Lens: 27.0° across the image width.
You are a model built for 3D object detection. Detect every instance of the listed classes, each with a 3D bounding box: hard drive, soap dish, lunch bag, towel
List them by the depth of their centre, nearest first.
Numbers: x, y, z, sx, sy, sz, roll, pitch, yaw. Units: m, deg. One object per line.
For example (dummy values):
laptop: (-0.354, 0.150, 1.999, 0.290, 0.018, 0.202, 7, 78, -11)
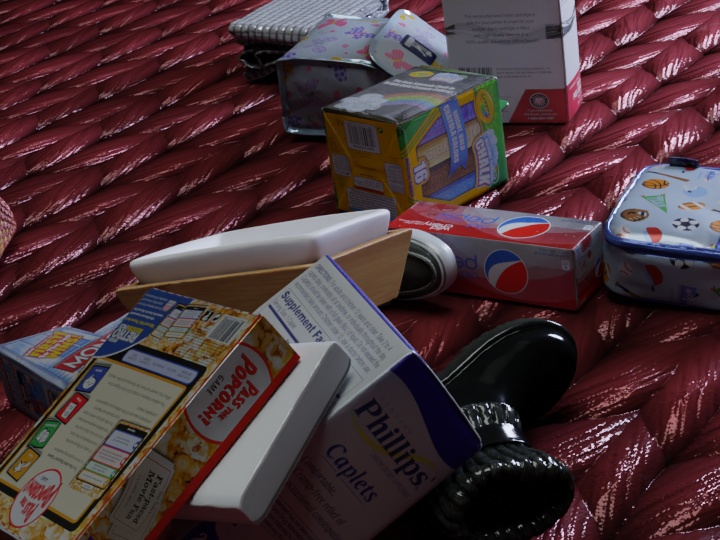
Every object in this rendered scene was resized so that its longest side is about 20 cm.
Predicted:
hard drive: (-0.109, 0.107, 1.005, 0.200, 0.026, 0.132, -5, 44, 45)
soap dish: (-0.075, 0.008, 1.239, 0.200, 0.081, 0.157, -7, 8, 31)
lunch bag: (0.317, -0.038, 1.384, 0.160, 0.076, 0.200, 6, 30, 24)
lunch bag: (0.020, -0.244, 1.857, 0.200, 0.127, 0.170, 9, 32, 20)
towel: (-0.066, -0.329, 2.114, 0.165, 0.086, 0.200, 7, 28, 26)

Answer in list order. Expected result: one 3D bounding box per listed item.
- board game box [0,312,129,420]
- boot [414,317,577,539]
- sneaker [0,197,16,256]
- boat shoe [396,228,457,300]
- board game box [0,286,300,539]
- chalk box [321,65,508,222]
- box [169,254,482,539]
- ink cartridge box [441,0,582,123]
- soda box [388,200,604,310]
board game box: (-0.210, 0.085, 1.306, 0.200, 0.062, 0.200, 11, 32, 34)
boot: (0.113, 0.119, 1.104, 0.211, 0.080, 0.158, -32, 25, -21)
sneaker: (-0.429, -0.014, 1.601, 0.077, 0.073, 0.200, -26, 17, 16)
boat shoe: (0.000, 0.000, 1.417, 0.200, 0.069, 0.057, 4, 24, 40)
board game box: (-0.152, 0.106, 0.980, 0.200, 0.046, 0.151, -51, 31, -19)
chalk box: (0.076, -0.143, 1.627, 0.200, 0.124, 0.124, -27, 30, -36)
box: (-0.045, 0.114, 1.060, 0.200, 0.105, 0.184, -39, 30, -2)
ink cartridge box: (0.182, -0.283, 1.794, 0.146, 0.200, 0.083, 3, 27, 22)
soda box: (0.125, -0.016, 1.408, 0.200, 0.064, 0.070, 8, 29, 33)
